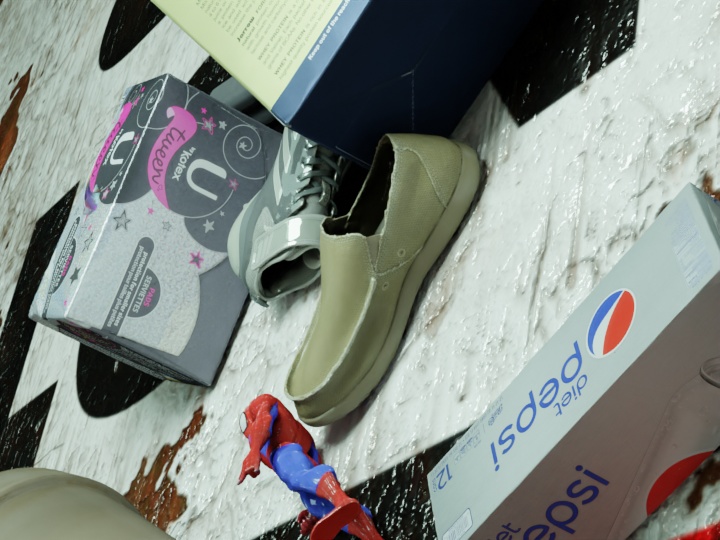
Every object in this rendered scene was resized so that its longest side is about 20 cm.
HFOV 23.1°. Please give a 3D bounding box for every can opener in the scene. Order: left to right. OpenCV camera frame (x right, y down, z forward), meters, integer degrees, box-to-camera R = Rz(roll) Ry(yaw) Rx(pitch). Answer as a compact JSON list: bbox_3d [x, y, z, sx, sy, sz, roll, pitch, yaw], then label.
[{"bbox_3d":[-0.067,-0.141,1.392,0.199,0.052,0.067,-14,54,60],"label":"can opener"}]

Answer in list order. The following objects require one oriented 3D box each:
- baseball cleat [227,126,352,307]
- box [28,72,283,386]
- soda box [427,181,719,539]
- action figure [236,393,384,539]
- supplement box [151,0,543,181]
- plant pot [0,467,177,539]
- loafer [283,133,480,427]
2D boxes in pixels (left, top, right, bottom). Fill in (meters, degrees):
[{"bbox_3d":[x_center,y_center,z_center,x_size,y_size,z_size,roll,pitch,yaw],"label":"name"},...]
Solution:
[{"bbox_3d":[-0.026,-0.065,1.234,0.201,0.069,0.107,-64,30,19],"label":"baseball cleat"},{"bbox_3d":[-0.149,-0.030,1.346,0.114,0.131,0.202,-3,63,65],"label":"box"},{"bbox_3d":[0.116,0.062,0.792,0.200,0.068,0.064,-50,25,25],"label":"soda box"},{"bbox_3d":[-0.038,0.123,1.050,0.052,0.065,0.200,-44,26,1],"label":"action figure"},{"bbox_3d":[-0.006,-0.200,1.130,0.200,0.134,0.201,43,102,39],"label":"supplement box"},{"bbox_3d":[-0.162,0.227,1.072,0.173,0.199,0.202,0,64,46],"label":"plant pot"},{"bbox_3d":[0.000,0.000,1.093,0.201,0.067,0.076,-63,24,1],"label":"loafer"}]
